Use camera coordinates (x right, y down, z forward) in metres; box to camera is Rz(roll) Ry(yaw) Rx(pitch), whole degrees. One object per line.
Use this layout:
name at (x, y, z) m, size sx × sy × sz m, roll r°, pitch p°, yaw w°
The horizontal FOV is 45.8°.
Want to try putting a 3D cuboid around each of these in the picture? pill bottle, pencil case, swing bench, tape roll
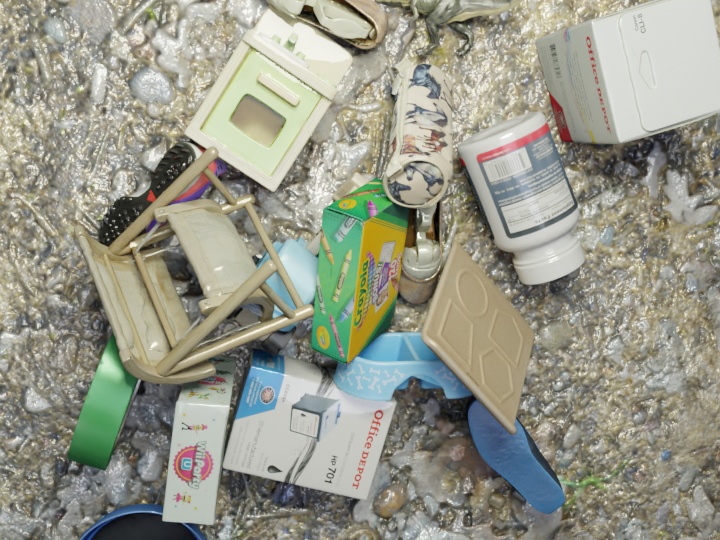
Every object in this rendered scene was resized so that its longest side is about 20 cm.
pill bottle at (0.213, -0.090, 1.101) m, size 0.119 × 0.120 × 0.201 m, roll -24°, pitch 102°, yaw -2°
pencil case at (0.069, -0.166, 1.037) m, size 0.089 × 0.200 × 0.078 m, roll 30°, pitch 134°, yaw -25°
swing bench at (-0.194, 0.003, 0.978) m, size 0.200 × 0.130 × 0.199 m, roll -31°, pitch 58°, yaw 2°
tape roll at (-0.297, 0.140, 1.043) m, size 0.048 × 0.200 × 0.201 m, roll 21°, pitch 97°, yaw -10°

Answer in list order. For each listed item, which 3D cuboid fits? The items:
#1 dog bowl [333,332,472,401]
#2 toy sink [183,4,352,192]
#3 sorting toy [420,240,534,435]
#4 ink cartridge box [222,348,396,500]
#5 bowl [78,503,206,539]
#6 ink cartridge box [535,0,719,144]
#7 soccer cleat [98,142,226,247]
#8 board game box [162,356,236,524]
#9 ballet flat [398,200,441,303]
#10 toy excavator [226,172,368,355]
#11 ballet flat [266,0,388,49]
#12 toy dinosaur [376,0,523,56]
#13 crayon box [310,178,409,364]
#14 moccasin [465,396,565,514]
dog bowl at (0.065, 0.121, 1.117) m, size 0.199 × 0.112 × 0.050 m, roll 0°, pitch 110°, yaw -11°
toy sink at (-0.107, -0.217, 1.046) m, size 0.130 × 0.112 × 0.200 m, roll 33°, pitch 95°, yaw -11°
sorting toy at (0.150, 0.084, 1.088) m, size 0.036 × 0.200 × 0.185 m, roll -27°, pitch 117°, yaw 35°
ink cartridge box at (-0.069, 0.205, 1.139) m, size 0.199 × 0.086 × 0.147 m, roll 15°, pitch 98°, yaw -8°
bowl at (-0.299, 0.416, 1.173) m, size 0.200 × 0.039 × 0.201 m, roll -1°, pitch 100°, yaw -6°
ink cartridge box at (0.327, -0.244, 1.045) m, size 0.144 × 0.200 × 0.146 m, roll -18°, pitch 102°, yaw -3°
soccer cleat at (-0.250, -0.082, 1.071) m, size 0.200 × 0.073 × 0.068 m, roll -40°, pitch 67°, yaw 24°
board game box at (-0.198, 0.203, 1.065) m, size 0.064 × 0.200 × 0.148 m, roll 8°, pitch 99°, yaw -9°
ballet flat at (0.077, -0.050, 1.111) m, size 0.068 × 0.067 × 0.201 m, roll -3°, pitch 101°, yaw -9°
toy excavator at (-0.068, -0.017, 1.084) m, size 0.100 × 0.195 × 0.200 m, roll 41°, pitch 121°, yaw -11°
ballet flat at (-0.055, -0.328, 1.042) m, size 0.199 × 0.067 × 0.068 m, roll 19°, pitch 134°, yaw -13°
toy dinosaur at (0.110, -0.317, 1.078) m, size 0.199 × 0.048 × 0.088 m, roll 5°, pitch 118°, yaw 3°
crayon box at (0.000, 0.000, 1.056) m, size 0.058 × 0.119 × 0.201 m, roll 21°, pitch 123°, yaw 24°
moccasin at (0.207, 0.253, 1.188) m, size 0.080 × 0.068 × 0.200 m, roll -31°, pitch 101°, yaw 8°
